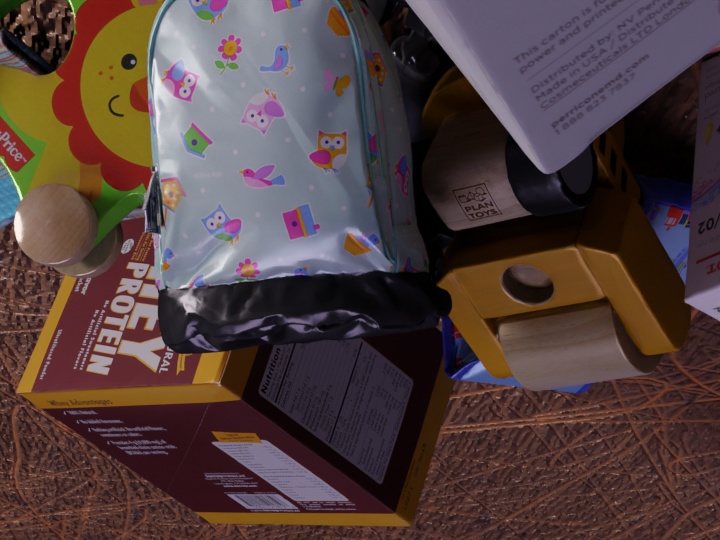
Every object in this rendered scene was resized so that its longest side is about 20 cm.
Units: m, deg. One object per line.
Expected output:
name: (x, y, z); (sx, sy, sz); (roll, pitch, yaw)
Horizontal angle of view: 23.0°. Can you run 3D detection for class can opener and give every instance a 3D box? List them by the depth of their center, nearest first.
can opener: (0.026, -0.137, 1.034); (0.067, 0.053, 0.200); (39, 156, 12)

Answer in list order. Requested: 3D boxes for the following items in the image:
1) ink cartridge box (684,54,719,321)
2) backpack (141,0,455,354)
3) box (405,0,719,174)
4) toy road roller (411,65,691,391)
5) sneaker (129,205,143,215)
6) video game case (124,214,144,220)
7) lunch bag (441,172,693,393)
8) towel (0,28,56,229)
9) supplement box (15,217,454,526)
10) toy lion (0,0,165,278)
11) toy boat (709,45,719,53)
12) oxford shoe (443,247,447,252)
ink cartridge box: (0.244, -0.037, 0.973); (0.068, 0.202, 0.115); (25, 149, -30)
backpack: (-0.038, -0.063, 0.920); (0.165, 0.202, 0.127); (-5, 180, 4)
box: (0.077, -0.190, 0.670); (0.198, 0.172, 0.200); (-37, 143, 3)
toy road roller: (0.112, -0.042, 1.038); (0.122, 0.146, 0.201); (-11, 126, 34)
sneaker: (-0.119, -0.088, 1.113); (0.199, 0.100, 0.071); (-8, 180, -31)
video game case: (-0.125, -0.062, 1.242); (0.198, 0.023, 0.182); (17, 152, -14)
lunch bag: (0.163, -0.002, 1.157); (0.199, 0.095, 0.150); (-31, 154, 34)
towel: (-0.245, -0.089, 1.194); (0.199, 0.022, 0.146); (-13, 137, 45)
supplement box: (-0.078, 0.068, 1.186); (0.196, 0.134, 0.200); (-6, 145, 41)
toy lion: (-0.147, -0.107, 1.021); (0.200, 0.192, 0.069); (46, 180, 13)
toy boat: (0.158, -0.166, 0.865); (0.199, 0.132, 0.130); (-12, 177, 32)
oxford shoe: (0.000, 0.000, 1.067); (0.070, 0.075, 0.199); (-31, 155, 37)
